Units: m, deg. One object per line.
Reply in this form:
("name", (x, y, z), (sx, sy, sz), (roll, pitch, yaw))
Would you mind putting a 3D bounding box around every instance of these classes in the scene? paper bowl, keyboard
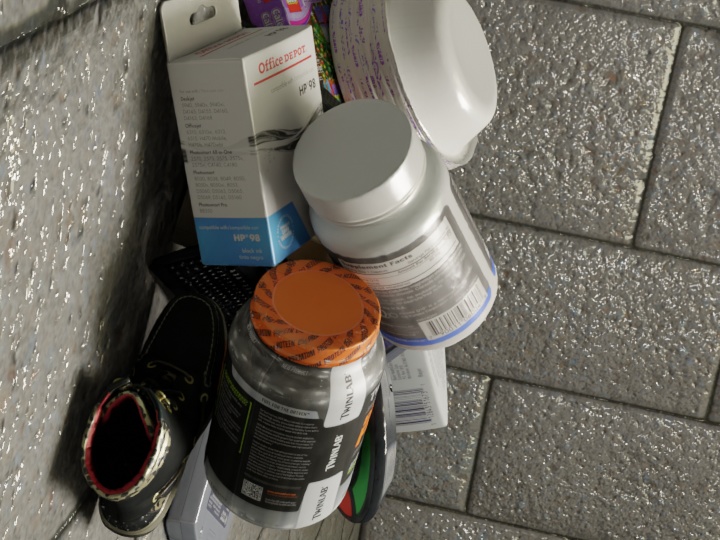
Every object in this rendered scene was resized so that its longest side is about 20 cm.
("paper bowl", (0.060, -0.193, 1.366), (0.201, 0.104, 0.201), (45, 37, -49))
("keyboard", (-0.097, 0.026, 1.213), (0.200, 0.104, 0.040), (54, 17, -65))

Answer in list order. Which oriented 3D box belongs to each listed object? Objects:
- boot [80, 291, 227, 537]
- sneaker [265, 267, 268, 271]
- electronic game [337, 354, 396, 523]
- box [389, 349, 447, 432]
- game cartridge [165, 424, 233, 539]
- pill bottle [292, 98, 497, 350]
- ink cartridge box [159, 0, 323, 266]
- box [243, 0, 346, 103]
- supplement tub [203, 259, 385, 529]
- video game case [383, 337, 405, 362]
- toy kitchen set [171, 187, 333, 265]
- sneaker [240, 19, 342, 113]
("boot", (-0.153, 0.096, 1.091), (0.154, 0.073, 0.204), (98, 9, -72))
("sneaker", (-0.112, 0.031, 1.463), (0.083, 0.070, 0.200), (-104, -169, -45))
("electronic game", (-0.012, 0.117, 1.234), (0.200, 0.041, 0.201), (175, -90, -74))
("box", (0.027, 0.041, 1.513), (0.184, 0.105, 0.201), (73, 14, -54))
("game cartridge", (-0.159, 0.230, 1.486), (0.200, 0.041, 0.134), (82, 17, -71))
("pill bottle", (0.028, -0.034, 1.114), (0.200, 0.113, 0.114), (58, 39, -48))
("ink cartridge box", (-0.082, -0.116, 1.087), (0.116, 0.066, 0.201), (-41, 128, -57))
("box", (-0.033, -0.205, 1.345), (0.200, 0.039, 0.137), (-30, 102, -66))
("supplement tub", (-0.050, 0.096, 1.109), (0.123, 0.122, 0.200), (-71, 177, -48))
("video game case", (0.000, 0.000, 1.386), (0.019, 0.143, 0.200), (28, 31, -51))
("toy kitchen set", (-0.053, -0.012, 1.265), (0.180, 0.199, 0.164), (-60, 171, -69))
("sneaker", (-0.059, -0.137, 1.177), (0.066, 0.200, 0.090), (-44, 160, 4))
